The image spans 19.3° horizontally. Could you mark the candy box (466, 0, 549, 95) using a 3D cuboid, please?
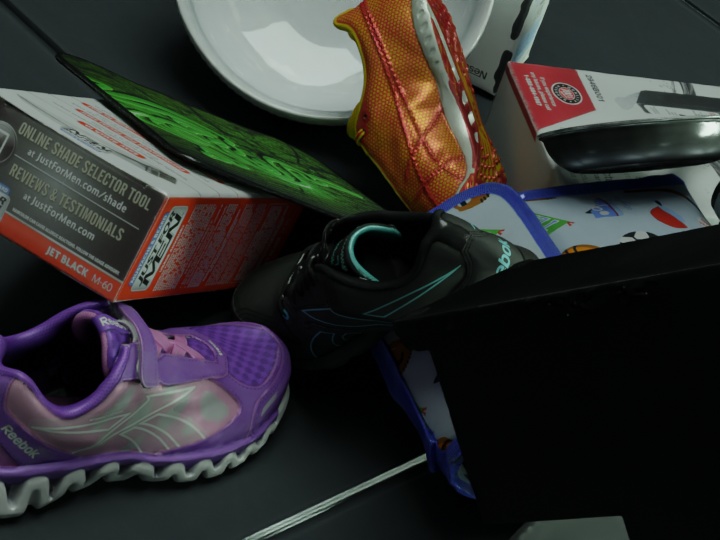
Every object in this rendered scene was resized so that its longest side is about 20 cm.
[{"bbox_3d":[0.056,-0.241,1.377,0.167,0.200,0.072,26,35,10],"label":"candy box"}]

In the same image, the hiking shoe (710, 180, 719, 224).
[{"bbox_3d":[0.254,0.031,1.153,0.200,0.074,0.087,52,8,-29],"label":"hiking shoe"}]

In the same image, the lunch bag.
[{"bbox_3d":[0.108,0.038,1.110,0.199,0.124,0.170,-6,37,-17],"label":"lunch bag"}]

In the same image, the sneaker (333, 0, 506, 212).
[{"bbox_3d":[0.037,-0.068,1.237,0.073,0.077,0.201,27,44,-64],"label":"sneaker"}]

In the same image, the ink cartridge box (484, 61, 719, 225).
[{"bbox_3d":[0.185,-0.044,1.279,0.199,0.084,0.144,6,38,-19],"label":"ink cartridge box"}]

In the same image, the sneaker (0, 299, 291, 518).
[{"bbox_3d":[-0.112,0.053,1.021,0.200,0.089,0.080,-13,45,-37],"label":"sneaker"}]

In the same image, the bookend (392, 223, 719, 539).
[{"bbox_3d":[0.138,0.089,0.901,0.092,0.198,0.201,-22,97,-42],"label":"bookend"}]

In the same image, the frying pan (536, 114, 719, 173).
[{"bbox_3d":[0.159,-0.070,1.186,0.115,0.031,0.190,-4,-2,9],"label":"frying pan"}]

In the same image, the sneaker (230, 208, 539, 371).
[{"bbox_3d":[0.000,0.000,1.065,0.079,0.200,0.076,37,59,-37],"label":"sneaker"}]

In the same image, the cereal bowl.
[{"bbox_3d":[-0.017,-0.184,1.316,0.200,0.201,0.083,18,-4,0],"label":"cereal bowl"}]

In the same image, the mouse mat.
[{"bbox_3d":[-0.059,-0.063,1.167,0.200,0.008,0.161,19,13,-41],"label":"mouse mat"}]

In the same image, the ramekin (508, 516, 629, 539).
[{"bbox_3d":[0.137,0.198,0.937,0.202,0.094,0.203,12,36,-9],"label":"ramekin"}]

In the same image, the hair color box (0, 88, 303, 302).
[{"bbox_3d":[-0.116,-0.039,1.092,0.111,0.064,0.200,30,10,15],"label":"hair color box"}]
